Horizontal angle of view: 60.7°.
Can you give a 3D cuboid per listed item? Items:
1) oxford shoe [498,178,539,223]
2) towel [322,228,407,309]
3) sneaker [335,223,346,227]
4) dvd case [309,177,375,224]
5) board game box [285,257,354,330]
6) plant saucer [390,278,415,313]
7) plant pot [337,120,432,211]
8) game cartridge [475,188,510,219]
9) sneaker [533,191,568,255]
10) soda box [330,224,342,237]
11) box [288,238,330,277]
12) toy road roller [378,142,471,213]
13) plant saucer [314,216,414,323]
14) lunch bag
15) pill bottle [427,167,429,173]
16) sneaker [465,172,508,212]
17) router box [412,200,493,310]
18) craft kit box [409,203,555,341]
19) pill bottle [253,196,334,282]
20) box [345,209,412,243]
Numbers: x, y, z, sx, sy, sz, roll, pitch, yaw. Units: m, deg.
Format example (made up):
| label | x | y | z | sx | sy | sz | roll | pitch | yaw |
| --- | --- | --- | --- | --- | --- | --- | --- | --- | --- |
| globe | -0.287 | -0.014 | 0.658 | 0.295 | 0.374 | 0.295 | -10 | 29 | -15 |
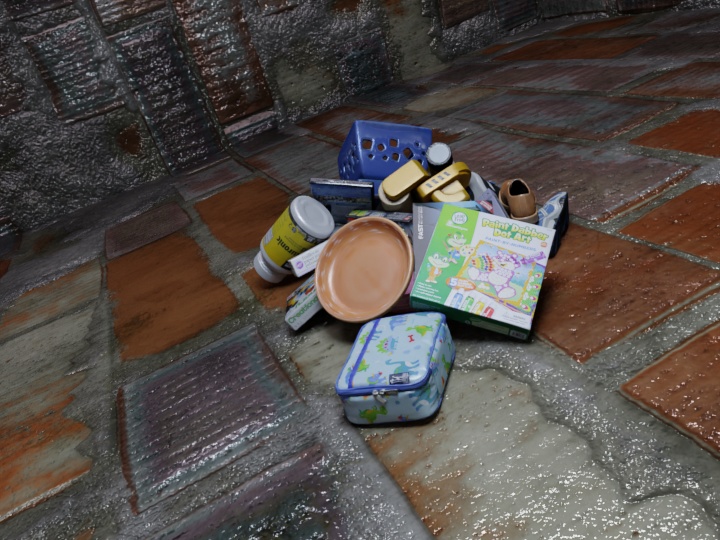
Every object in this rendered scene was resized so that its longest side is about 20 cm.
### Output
| label | x | y | z | sx | sy | sz | roll | pitch | yaw |
| --- | --- | --- | --- | --- | --- | --- | --- | --- | --- |
| oxford shoe | 0.319 | -0.158 | 1.243 | 0.071 | 0.072 | 0.200 | -14 | 22 | 7 |
| towel | 0.000 | 0.000 | 1.232 | 0.200 | 0.023 | 0.152 | -50 | 17 | -20 |
| sneaker | -0.081 | -0.118 | 1.588 | 0.086 | 0.078 | 0.200 | -27 | 26 | -10 |
| dvd case | -0.036 | -0.155 | 1.417 | 0.141 | 0.200 | 0.018 | 4 | 69 | 4 |
| board game box | -0.068 | 0.023 | 1.233 | 0.200 | 0.035 | 0.126 | -42 | 16 | 8 |
| plant saucer | 0.096 | 0.022 | 1.209 | 0.199 | 0.051 | 0.201 | -15 | 26 | 8 |
| plant pot | 0.056 | -0.231 | 1.502 | 0.198 | 0.182 | 0.200 | 4 | -19 | -13 |
| game cartridge | 0.240 | -0.072 | 1.226 | 0.129 | 0.038 | 0.201 | -42 | 26 | 19 |
| sneaker | 0.372 | -0.102 | 1.236 | 0.076 | 0.076 | 0.200 | 4 | 32 | 32 |
| soda box | -0.050 | -0.035 | 1.410 | 0.068 | 0.064 | 0.200 | -20 | 24 | 0 |
| box | -0.058 | -0.049 | 1.310 | 0.199 | 0.039 | 0.041 | -29 | 7 | -14 |
| toy road roller | 0.152 | -0.164 | 1.333 | 0.199 | 0.123 | 0.147 | -33 | 67 | -1 |
| plant saucer | 0.009 | 0.001 | 1.113 | 0.198 | 0.037 | 0.202 | -11 | 65 | 25 |
| lunch bag | 0.054 | 0.146 | 0.951 | 0.159 | 0.083 | 0.200 | -10 | 25 | 25 |
| pill bottle | 0.200 | -0.195 | 1.505 | 0.110 | 0.112 | 0.200 | -17 | 26 | 4 |
| sneaker | 0.301 | -0.132 | 1.356 | 0.073 | 0.111 | 0.201 | -49 | 39 | 36 |
| router box | 0.169 | -0.030 | 1.107 | 0.148 | 0.062 | 0.202 | -2 | 58 | 7 |
| craft kit box | 0.205 | -0.003 | 1.025 | 0.198 | 0.049 | 0.199 | 15 | 59 | 15 |
| pill bottle | -0.157 | -0.064 | 1.391 | 0.200 | 0.111 | 0.112 | -45 | 9 | 33 |
| box | 0.059 | -0.075 | 1.359 | 0.199 | 0.111 | 0.035 | 11 | 40 | 46 |
